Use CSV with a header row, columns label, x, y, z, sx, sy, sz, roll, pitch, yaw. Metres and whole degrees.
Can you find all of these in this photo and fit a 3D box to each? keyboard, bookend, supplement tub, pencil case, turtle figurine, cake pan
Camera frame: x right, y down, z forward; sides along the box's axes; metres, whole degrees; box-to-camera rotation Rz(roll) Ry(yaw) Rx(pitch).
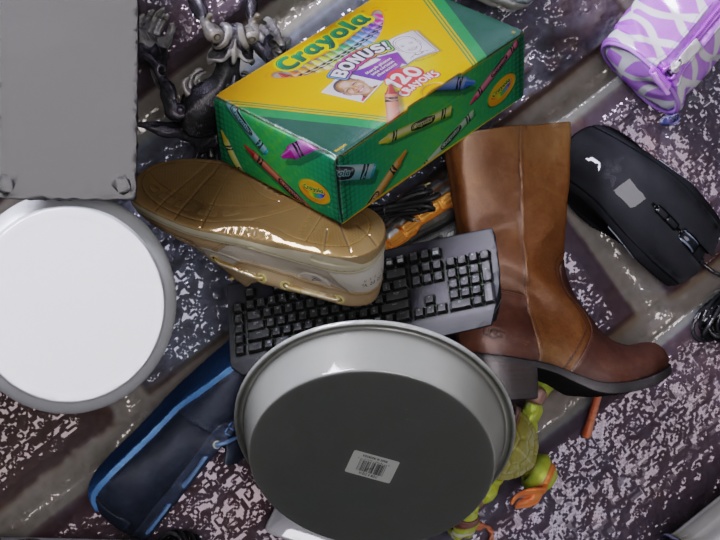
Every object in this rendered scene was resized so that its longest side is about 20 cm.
label,x,y,z,sx,sy,sz,roll,pitch,yaw
keyboard,0.000,0.000,1.289,0.198,0.021,0.128,-12,56,13
bookend,-0.201,-0.151,1.256,0.091,0.200,0.201,0,94,-10
supplement tub,-0.200,0.021,1.252,0.144,0.200,0.147,0,91,-9
pencil case,0.267,-0.212,1.390,0.084,0.085,0.201,40,83,-10
turtle figurine,0.086,0.128,1.372,0.161,0.064,0.201,35,85,-8
cake pan,0.009,0.120,1.274,0.198,0.037,0.202,2,131,3

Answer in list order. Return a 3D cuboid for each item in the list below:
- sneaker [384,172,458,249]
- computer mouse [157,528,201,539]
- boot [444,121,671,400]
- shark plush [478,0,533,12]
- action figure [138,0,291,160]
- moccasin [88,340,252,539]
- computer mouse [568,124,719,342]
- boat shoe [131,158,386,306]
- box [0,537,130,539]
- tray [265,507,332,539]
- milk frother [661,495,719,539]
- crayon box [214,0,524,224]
label,x,y,z,sx,sy,sz,roll,pitch,yaw
sneaker,0.040,-0.006,1.359,0.199,0.078,0.078,-33,103,-8
computer mouse,-0.056,0.264,1.355,0.198,0.053,0.140,2,90,-10
boot,0.145,-0.007,1.352,0.186,0.068,0.203,-1,85,-21
shark plush,0.068,-0.281,1.354,0.090,0.083,0.202,-23,95,-8
action figure,-0.100,-0.162,1.323,0.118,0.102,0.202,4,116,-18
moccasin,-0.110,0.113,1.341,0.200,0.081,0.068,-42,102,7
computer mouse,0.255,-0.054,1.408,0.140,0.046,0.200,-45,97,-5
boat shoe,-0.073,-0.020,1.275,0.198,0.070,0.074,18,47,25
box,-0.214,0.251,1.306,0.198,0.060,0.118,2,90,1
tray,0.011,0.137,1.328,0.106,0.022,0.201,18,129,-10
milk frother,0.361,0.218,1.354,0.188,0.200,0.181,-37,100,-7
crayon box,0.009,-0.122,1.290,0.199,0.118,0.059,-36,138,-34
